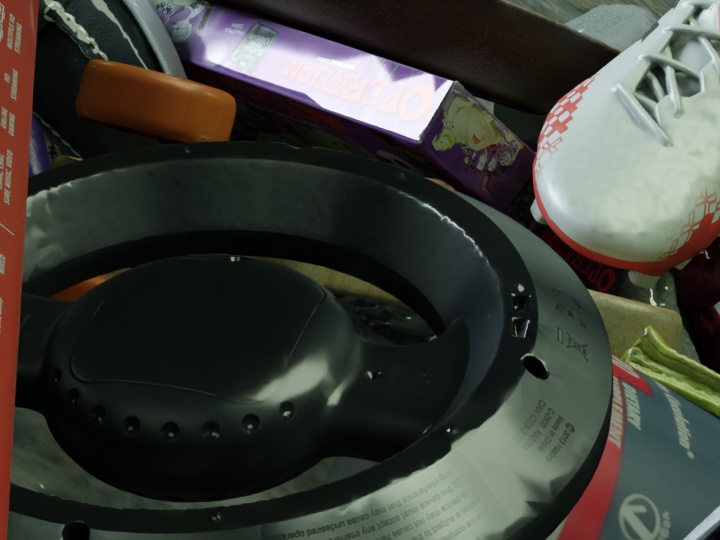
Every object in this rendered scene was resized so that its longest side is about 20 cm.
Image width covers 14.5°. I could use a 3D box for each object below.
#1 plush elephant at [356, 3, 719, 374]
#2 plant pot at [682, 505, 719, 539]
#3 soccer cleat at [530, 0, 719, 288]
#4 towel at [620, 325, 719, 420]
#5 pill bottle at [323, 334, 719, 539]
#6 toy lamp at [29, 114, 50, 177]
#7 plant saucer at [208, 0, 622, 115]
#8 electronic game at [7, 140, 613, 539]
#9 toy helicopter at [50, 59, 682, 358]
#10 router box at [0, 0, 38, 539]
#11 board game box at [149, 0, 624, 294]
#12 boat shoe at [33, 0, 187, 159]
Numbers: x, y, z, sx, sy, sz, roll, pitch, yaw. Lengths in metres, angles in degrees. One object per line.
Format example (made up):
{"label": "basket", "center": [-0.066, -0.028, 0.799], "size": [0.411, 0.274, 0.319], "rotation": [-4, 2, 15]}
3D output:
{"label": "plush elephant", "center": [0.112, -0.013, 1.063], "size": [0.199, 0.155, 0.165], "rotation": [27, 19, -31]}
{"label": "plant pot", "center": [0.085, 0.187, 0.431], "size": [0.177, 0.199, 0.200], "rotation": [40, 12, -34]}
{"label": "soccer cleat", "center": [0.117, -0.066, 0.909], "size": [0.068, 0.085, 0.200], "rotation": [35, 40, 13]}
{"label": "towel", "center": [0.096, 0.062, 0.862], "size": [0.086, 0.018, 0.200], "rotation": [23, -17, -3]}
{"label": "pill bottle", "center": [0.091, 0.105, 0.766], "size": [0.199, 0.120, 0.120], "rotation": [30, 17, -22]}
{"label": "toy lamp", "center": [-0.139, -0.059, 0.856], "size": [0.058, 0.058, 0.200], "rotation": [24, 19, -37]}
{"label": "plant saucer", "center": [-0.003, -0.094, 1.002], "size": [0.199, 0.032, 0.200], "rotation": [20, 4, -1]}
{"label": "electronic game", "center": [-0.038, 0.027, 0.685], "size": [0.198, 0.042, 0.200], "rotation": [-2, 33, 1]}
{"label": "toy helicopter", "center": [0.000, 0.000, 0.863], "size": [0.199, 0.079, 0.132], "rotation": [15, -1, 6]}
{"label": "router box", "center": [-0.144, -0.036, 0.592], "size": [0.179, 0.049, 0.201], "rotation": [44, 31, -40]}
{"label": "board game box", "center": [-0.010, -0.050, 0.982], "size": [0.199, 0.032, 0.120], "rotation": [22, -15, 45]}
{"label": "boat shoe", "center": [-0.130, -0.099, 0.970], "size": [0.060, 0.076, 0.200], "rotation": [-26, 70, -39]}
